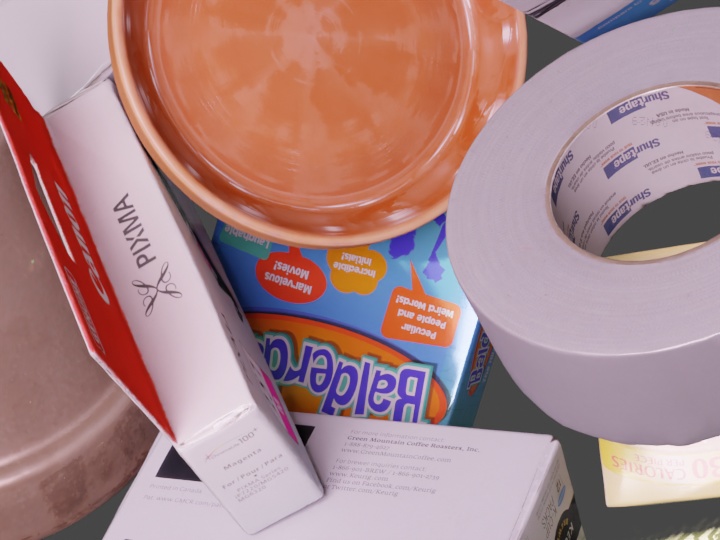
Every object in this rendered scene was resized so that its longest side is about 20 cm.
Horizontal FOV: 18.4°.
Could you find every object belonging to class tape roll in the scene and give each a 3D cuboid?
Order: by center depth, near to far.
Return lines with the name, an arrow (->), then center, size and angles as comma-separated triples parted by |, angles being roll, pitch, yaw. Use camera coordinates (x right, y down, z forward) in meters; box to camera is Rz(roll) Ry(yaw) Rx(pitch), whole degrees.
tape roll -> 0.140, -0.022, 0.974 | 0.199, 0.066, 0.201 | -16, 45, 16

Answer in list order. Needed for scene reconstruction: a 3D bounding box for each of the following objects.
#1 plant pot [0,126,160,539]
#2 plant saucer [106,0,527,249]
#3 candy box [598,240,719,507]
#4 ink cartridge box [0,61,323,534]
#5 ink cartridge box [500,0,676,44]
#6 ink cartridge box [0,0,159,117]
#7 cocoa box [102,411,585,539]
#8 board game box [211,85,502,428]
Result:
plant pot -> -0.200, 0.010, 1.055 | 0.199, 0.201, 0.176 | 9, 132, 23
plant saucer -> -0.020, -0.109, 1.026 | 0.199, 0.032, 0.202 | 3, 81, -18
candy box -> 0.205, 0.040, 1.007 | 0.198, 0.055, 0.116 | -9, 84, 22
ink cartridge box -> -0.094, -0.006, 0.966 | 0.043, 0.174, 0.201 | -28, 55, 1
ink cartridge box -> 0.077, -0.192, 0.994 | 0.084, 0.200, 0.145 | -32, 77, 18
ink cartridge box -> -0.153, -0.153, 1.119 | 0.085, 0.144, 0.200 | -41, 73, 14
cocoa box -> -0.006, 0.157, 1.020 | 0.199, 0.134, 0.132 | 3, 133, 26
board game box -> 0.000, 0.000, 1.101 | 0.151, 0.045, 0.202 | 18, 95, 22
